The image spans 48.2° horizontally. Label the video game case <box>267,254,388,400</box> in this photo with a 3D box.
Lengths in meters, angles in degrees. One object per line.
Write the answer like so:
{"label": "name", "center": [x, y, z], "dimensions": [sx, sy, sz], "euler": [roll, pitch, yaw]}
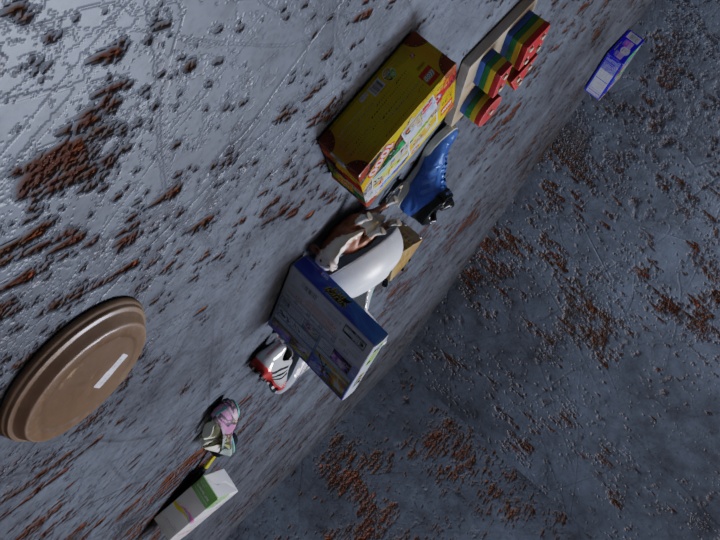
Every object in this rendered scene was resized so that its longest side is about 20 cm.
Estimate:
{"label": "video game case", "center": [-0.061, 0.101, 1.394], "dimensions": [0.045, 0.200, 0.182], "euler": [-35, 162, -39]}

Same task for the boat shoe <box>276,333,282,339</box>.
{"label": "boat shoe", "center": [-0.097, 0.100, 1.624], "dimensions": [0.071, 0.062, 0.200], "euler": [-54, 168, 30]}

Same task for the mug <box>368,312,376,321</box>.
{"label": "mug", "center": [-0.055, 0.149, 1.861], "dimensions": [0.153, 0.186, 0.150], "euler": [-43, -156, 12]}

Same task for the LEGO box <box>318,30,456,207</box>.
{"label": "LEGO box", "center": [0.040, -0.204, 1.113], "dimensions": [0.201, 0.077, 0.149], "euler": [-50, 169, -4]}

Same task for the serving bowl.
{"label": "serving bowl", "center": [0.000, 0.000, 1.467], "dimensions": [0.199, 0.066, 0.200], "euler": [-32, -174, 4]}

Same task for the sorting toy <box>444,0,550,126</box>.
{"label": "sorting toy", "center": [0.254, -0.366, 1.472], "dimensions": [0.200, 0.069, 0.199], "euler": [-47, 169, -17]}

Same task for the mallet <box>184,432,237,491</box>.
{"label": "mallet", "center": [-0.351, 0.441, 1.817], "dimensions": [0.200, 0.041, 0.066], "euler": [-50, 169, 20]}

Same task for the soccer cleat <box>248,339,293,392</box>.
{"label": "soccer cleat", "center": [-0.168, 0.191, 1.630], "dimensions": [0.085, 0.069, 0.200], "euler": [-44, 164, -9]}

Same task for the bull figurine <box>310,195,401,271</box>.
{"label": "bull figurine", "center": [-0.003, -0.065, 1.401], "dimensions": [0.120, 0.066, 0.200], "euler": [-25, -169, 32]}

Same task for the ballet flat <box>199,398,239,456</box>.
{"label": "ballet flat", "center": [-0.287, 0.325, 1.621], "dimensions": [0.070, 0.069, 0.201], "euler": [-23, 152, -28]}

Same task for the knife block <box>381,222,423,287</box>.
{"label": "knife block", "center": [0.062, -0.019, 1.870], "dimensions": [0.177, 0.064, 0.200], "euler": [-57, 168, 28]}

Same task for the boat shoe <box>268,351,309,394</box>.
{"label": "boat shoe", "center": [-0.123, 0.190, 1.737], "dimensions": [0.066, 0.074, 0.201], "euler": [17, 117, -40]}

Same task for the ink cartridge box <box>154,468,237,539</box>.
{"label": "ink cartridge box", "center": [-0.392, 0.551, 1.856], "dimensions": [0.199, 0.068, 0.117], "euler": [-41, 166, 7]}

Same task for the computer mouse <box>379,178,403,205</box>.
{"label": "computer mouse", "center": [0.045, -0.101, 1.603], "dimensions": [0.059, 0.034, 0.201], "euler": [-38, 163, -45]}

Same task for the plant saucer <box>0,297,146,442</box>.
{"label": "plant saucer", "center": [-0.308, 0.115, 0.891], "dimensions": [0.201, 0.029, 0.200], "euler": [-49, 169, -12]}

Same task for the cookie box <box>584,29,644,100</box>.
{"label": "cookie box", "center": [0.922, -0.745, 2.930], "dimensions": [0.171, 0.075, 0.201], "euler": [-46, 169, -27]}

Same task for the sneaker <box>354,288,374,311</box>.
{"label": "sneaker", "center": [0.003, 0.041, 1.747], "dimensions": [0.202, 0.073, 0.118], "euler": [-64, 172, 22]}

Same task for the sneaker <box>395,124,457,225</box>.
{"label": "sneaker", "center": [0.157, -0.181, 1.586], "dimensions": [0.201, 0.111, 0.077], "euler": [-54, 168, 20]}
